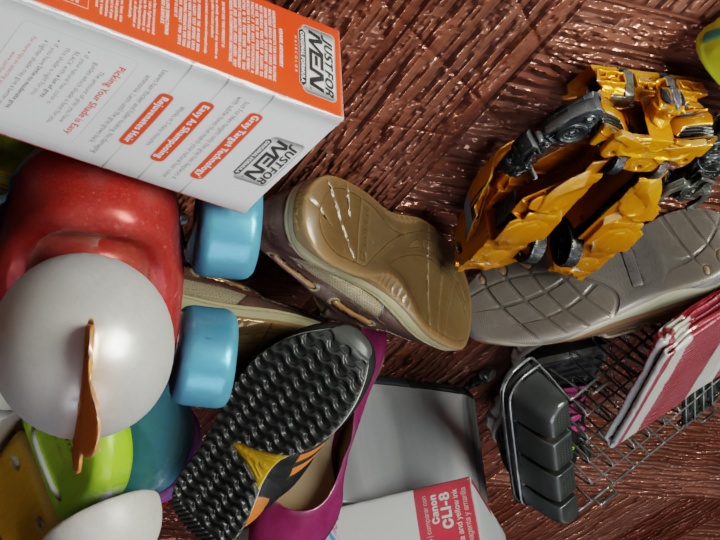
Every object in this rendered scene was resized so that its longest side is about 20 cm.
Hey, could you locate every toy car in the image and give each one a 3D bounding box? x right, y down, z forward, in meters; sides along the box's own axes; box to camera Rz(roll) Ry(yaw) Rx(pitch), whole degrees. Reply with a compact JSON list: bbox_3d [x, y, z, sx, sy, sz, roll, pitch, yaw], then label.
[{"bbox_3d":[-0.186,0.136,1.103,0.149,0.176,0.200,-12,158,-35],"label":"toy car"},{"bbox_3d":[-0.149,0.042,0.823,0.183,0.200,0.178,7,121,-11],"label":"toy car"}]

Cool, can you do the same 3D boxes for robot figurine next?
[{"bbox_3d":[0.137,-0.058,0.941,0.144,0.059,0.200,4,150,-23],"label":"robot figurine"}]

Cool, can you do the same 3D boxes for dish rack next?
[{"bbox_3d":[0.197,0.090,1.153,0.200,0.055,0.154,-34,139,-21],"label":"dish rack"}]

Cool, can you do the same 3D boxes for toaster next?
[{"bbox_3d":[-0.005,0.162,1.245,0.180,0.119,0.200,7,148,-28],"label":"toaster"}]

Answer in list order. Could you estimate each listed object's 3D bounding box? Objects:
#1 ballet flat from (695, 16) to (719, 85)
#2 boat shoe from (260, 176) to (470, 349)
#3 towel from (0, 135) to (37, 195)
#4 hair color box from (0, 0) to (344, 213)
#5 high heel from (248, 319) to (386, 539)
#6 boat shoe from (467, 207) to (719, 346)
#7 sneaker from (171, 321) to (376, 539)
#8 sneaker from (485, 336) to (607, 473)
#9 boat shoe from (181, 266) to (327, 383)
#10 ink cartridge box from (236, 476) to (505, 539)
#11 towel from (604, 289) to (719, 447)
[{"bbox_3d":[0.258,-0.098,0.912,0.067,0.067,0.200,-3,157,38],"label":"ballet flat"},{"bbox_3d":[0.000,0.000,0.996,0.072,0.073,0.200,-8,156,35],"label":"boat shoe"},{"bbox_3d":[-0.171,-0.063,0.888,0.086,0.018,0.200,18,142,-41],"label":"towel"},{"bbox_3d":[-0.118,-0.102,0.765,0.199,0.062,0.101,19,142,-30],"label":"hair color box"},{"bbox_3d":[-0.037,0.118,1.097,0.067,0.201,0.096,16,161,14],"label":"high heel"},{"bbox_3d":[0.168,0.018,1.077,0.199,0.076,0.072,-12,154,10],"label":"boat shoe"},{"bbox_3d":[-0.049,0.096,1.031,0.200,0.070,0.090,-51,173,29],"label":"sneaker"},{"bbox_3d":[0.154,0.112,1.218,0.073,0.088,0.200,-7,149,-17],"label":"sneaker"},{"bbox_3d":[-0.098,0.024,1.012,0.199,0.072,0.072,11,137,-33],"label":"boat shoe"},{"bbox_3d":[0.012,0.262,1.152,0.199,0.145,0.145,-14,151,10],"label":"ink cartridge box"},{"bbox_3d":[0.261,0.039,1.091,0.199,0.023,0.144,-30,155,-25],"label":"towel"}]
